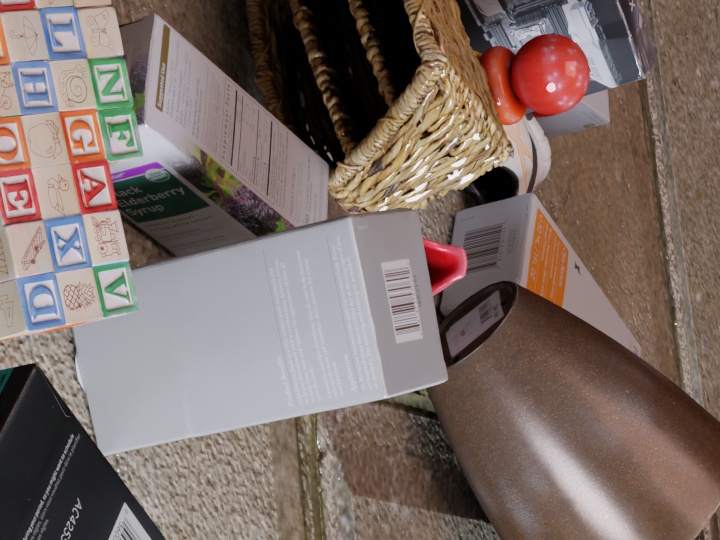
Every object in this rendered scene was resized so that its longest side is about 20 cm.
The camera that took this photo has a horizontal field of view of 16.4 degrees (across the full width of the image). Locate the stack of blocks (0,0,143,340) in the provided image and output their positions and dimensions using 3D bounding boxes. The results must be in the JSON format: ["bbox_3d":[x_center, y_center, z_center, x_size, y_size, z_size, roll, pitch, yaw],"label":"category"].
[{"bbox_3d":[-0.180,-0.067,1.373,0.115,0.058,0.202,-10,88,-49],"label":"stack of blocks"}]

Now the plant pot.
[{"bbox_3d":[0.140,0.109,1.810,0.200,0.186,0.187,48,36,-18],"label":"plant pot"}]

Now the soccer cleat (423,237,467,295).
[{"bbox_3d":[0.000,0.000,1.680,0.200,0.076,0.067,-2,80,-62],"label":"soccer cleat"}]

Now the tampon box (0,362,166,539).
[{"bbox_3d":[-0.212,0.149,1.095,0.127,0.199,0.150,58,34,-31],"label":"tampon box"}]

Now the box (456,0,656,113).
[{"bbox_3d":[0.095,-0.191,1.810,0.159,0.199,0.050,69,25,-14],"label":"box"}]

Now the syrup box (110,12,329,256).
[{"bbox_3d":[-0.103,-0.068,1.518,0.200,0.078,0.082,39,46,-49],"label":"syrup box"}]

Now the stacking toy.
[{"bbox_3d":[0.064,-0.121,1.717,0.085,0.199,0.086,38,45,-52],"label":"stacking toy"}]

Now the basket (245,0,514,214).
[{"bbox_3d":[-0.009,-0.148,1.635,0.149,0.142,0.201,43,24,-59],"label":"basket"}]

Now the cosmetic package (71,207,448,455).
[{"bbox_3d":[-0.062,0.036,1.425,0.090,0.199,0.108,-10,89,-60],"label":"cosmetic package"}]

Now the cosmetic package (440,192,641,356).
[{"bbox_3d":[0.142,0.045,1.928,0.200,0.071,0.102,51,37,-40],"label":"cosmetic package"}]

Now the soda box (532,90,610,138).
[{"bbox_3d":[0.130,-0.173,2.010,0.200,0.063,0.069,27,55,-54],"label":"soda box"}]

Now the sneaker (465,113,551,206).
[{"bbox_3d":[0.088,-0.125,1.903,0.201,0.073,0.080,59,35,-29],"label":"sneaker"}]
